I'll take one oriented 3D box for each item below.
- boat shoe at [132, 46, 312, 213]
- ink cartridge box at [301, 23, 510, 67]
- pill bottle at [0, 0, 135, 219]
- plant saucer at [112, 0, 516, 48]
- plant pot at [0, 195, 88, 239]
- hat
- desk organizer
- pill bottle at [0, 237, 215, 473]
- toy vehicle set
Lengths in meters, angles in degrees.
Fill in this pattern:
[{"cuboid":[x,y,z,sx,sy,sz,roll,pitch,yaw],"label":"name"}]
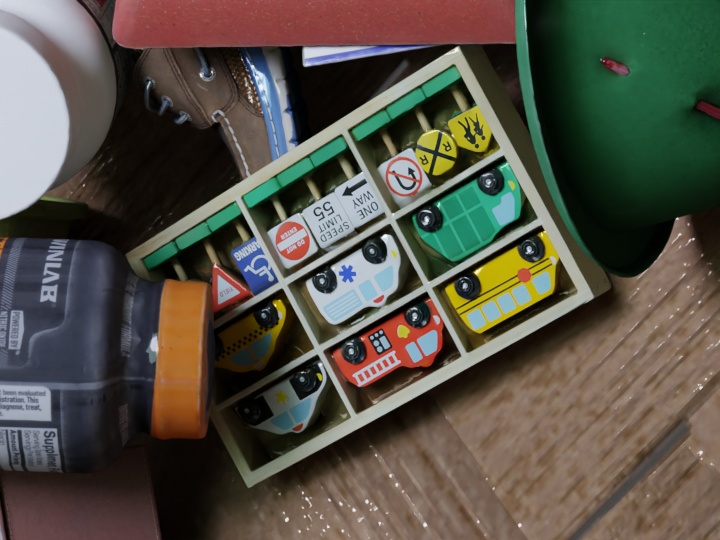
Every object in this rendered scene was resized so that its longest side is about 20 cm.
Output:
[{"cuboid":[-0.071,-0.103,1.089,0.072,0.072,0.200,-13,95,4],"label":"boat shoe"},{"cuboid":[0.017,-0.185,1.037,0.095,0.037,0.200,-8,68,13],"label":"ink cartridge box"},{"cuboid":[-0.167,-0.100,1.085,0.116,0.116,0.200,-46,12,17],"label":"pill bottle"},{"cuboid":[-0.011,-0.198,1.013,0.200,0.037,0.200,1,73,16],"label":"plant saucer"},{"cuboid":[-0.249,0.043,1.162,0.200,0.200,0.184,8,92,39],"label":"plant pot"},{"cuboid":[0.177,-0.077,0.891,0.176,0.200,0.166,-2,46,30],"label":"hat"},{"cuboid":[-0.129,0.186,1.075,0.072,0.077,0.200,153,108,-67],"label":"desk organizer"},{"cuboid":[-0.166,0.037,1.023,0.200,0.106,0.106,2,73,-1],"label":"pill bottle"},{"cuboid":[0.000,0.000,1.035,0.200,0.027,0.124,-31,86,27],"label":"toy vehicle set"}]
